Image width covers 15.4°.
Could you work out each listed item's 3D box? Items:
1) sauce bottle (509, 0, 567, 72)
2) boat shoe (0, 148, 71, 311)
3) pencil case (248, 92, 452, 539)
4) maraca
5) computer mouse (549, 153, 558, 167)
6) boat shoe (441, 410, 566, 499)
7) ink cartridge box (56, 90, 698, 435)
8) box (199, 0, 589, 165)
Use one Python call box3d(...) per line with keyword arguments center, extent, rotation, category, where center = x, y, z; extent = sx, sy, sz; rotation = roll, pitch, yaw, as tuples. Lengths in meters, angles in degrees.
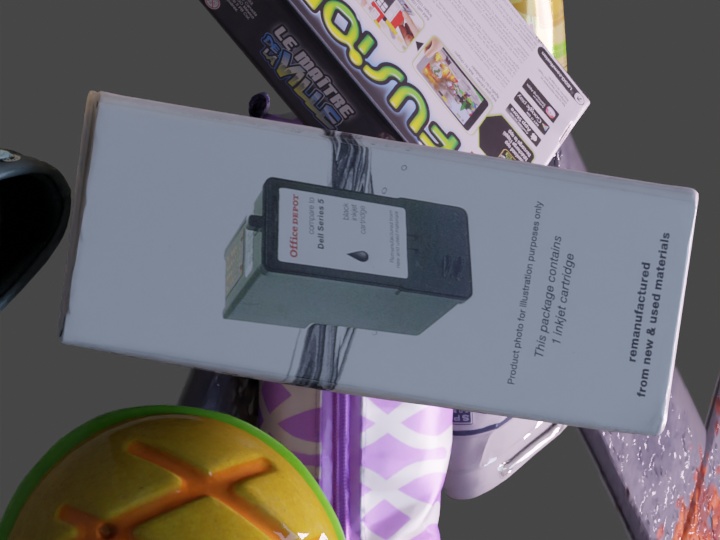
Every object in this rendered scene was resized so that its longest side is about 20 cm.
box3d(center=(0.057, -0.166, 1.198), extent=(0.065, 0.064, 0.201), rotation=(-28, 117, -59), category="sauce bottle")
box3d(center=(-0.157, 0.012, 0.802), extent=(0.200, 0.061, 0.073), rotation=(-44, 130, -53), category="boat shoe")
box3d(center=(-0.002, 0.028, 1.075), extent=(0.086, 0.083, 0.201), rotation=(-113, -158, -86), category="pencil case")
box3d(center=(-0.067, 0.144, 0.920), extent=(0.107, 0.136, 0.201), rotation=(128, -32, -68), category="maraca")
box3d(center=(0.084, -0.106, 1.287), extent=(0.059, 0.034, 0.201), rotation=(15, 78, -61), category="computer mouse")
box3d(center=(0.085, 0.041, 1.273), extent=(0.200, 0.073, 0.066), rotation=(-35, 128, -45), category="boat shoe")
box3d(center=(0.000, 0.000, 0.910), extent=(0.145, 0.199, 0.085), rotation=(159, -60, -85), category="ink cartridge box")
box3d(center=(-0.002, -0.106, 1.021), extent=(0.200, 0.035, 0.110), rotation=(50, 42, -12), category="box")
